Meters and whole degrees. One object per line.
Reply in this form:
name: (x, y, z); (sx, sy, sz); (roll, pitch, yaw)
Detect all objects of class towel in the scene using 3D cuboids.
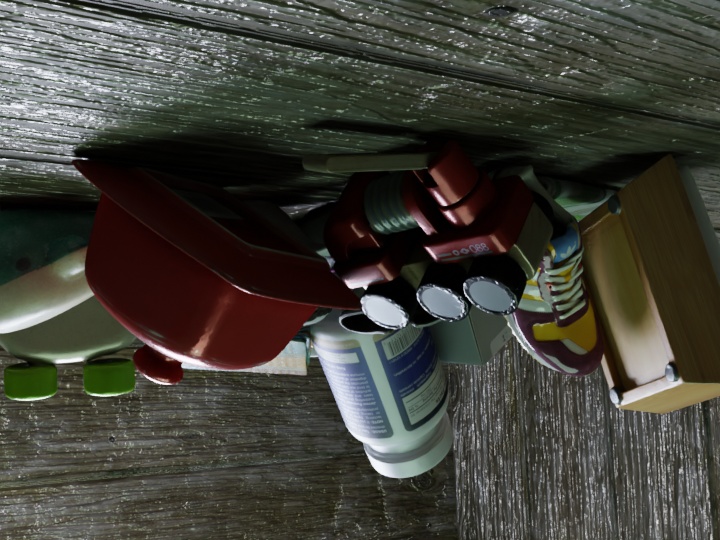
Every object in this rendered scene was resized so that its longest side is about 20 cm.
towel: (0.173, -0.059, 1.151); (0.147, 0.031, 0.198); (-7, 173, 38)
towel: (-0.120, 0.076, 1.158); (0.144, 0.022, 0.200); (4, 166, -1)

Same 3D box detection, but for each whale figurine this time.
whale figurine: (-0.276, -0.022, 1.083); (0.198, 0.105, 0.159); (-27, -179, -20)

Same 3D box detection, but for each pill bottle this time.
pill bottle: (0.024, 0.101, 1.168); (0.114, 0.202, 0.116); (-14, -149, 9)

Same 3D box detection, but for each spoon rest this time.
spoon rest: (-0.069, -0.038, 1.080); (0.198, 0.062, 0.099); (-9, 171, 39)

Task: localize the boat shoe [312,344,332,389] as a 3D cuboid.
boat shoe: (-0.045, 0.059, 1.349); (0.073, 0.202, 0.076); (-24, -159, 8)

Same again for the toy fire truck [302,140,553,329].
toy fire truck: (0.027, -0.048, 0.907); (0.174, 0.130, 0.201); (-9, 131, 44)

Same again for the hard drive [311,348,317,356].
hard drive: (0.001, 0.035, 1.421); (0.196, 0.135, 0.026); (-2, 180, -10)

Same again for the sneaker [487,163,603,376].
sneaker: (0.161, 0.004, 1.004); (0.075, 0.201, 0.090); (-39, -170, -27)

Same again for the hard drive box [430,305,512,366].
hard drive box: (0.082, 0.027, 1.273); (0.198, 0.078, 0.155); (1, -152, 41)

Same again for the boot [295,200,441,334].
boot: (0.000, 0.000, 1.085); (0.197, 0.132, 0.068); (-9, 133, 32)

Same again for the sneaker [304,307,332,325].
sneaker: (-0.093, 0.011, 1.065); (0.198, 0.076, 0.086); (15, 172, 37)

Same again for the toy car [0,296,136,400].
toy car: (-0.313, 0.037, 1.274); (0.155, 0.168, 0.200); (-2, -174, -10)

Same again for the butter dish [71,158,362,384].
butter dish: (-0.132, 0.020, 0.921); (0.198, 0.149, 0.199); (34, -169, 25)

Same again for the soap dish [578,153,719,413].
soap dish: (0.255, 0.021, 1.025); (0.080, 0.203, 0.157); (-13, 169, -17)
